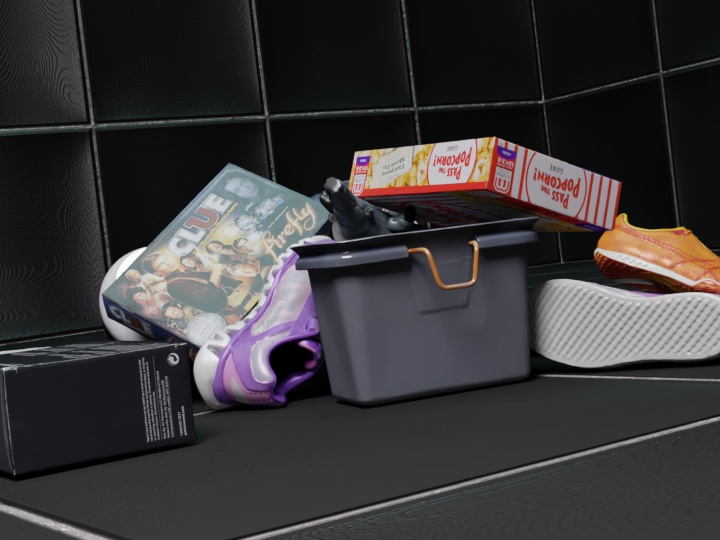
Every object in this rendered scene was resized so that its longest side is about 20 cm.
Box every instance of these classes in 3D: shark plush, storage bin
[{"bbox_3d":[0.018,-0.048,1.176,0.082,0.092,0.200,-13,-37,22],"label":"shark plush"},{"bbox_3d":[0.056,0.033,1.076,0.198,0.136,0.145,-8,1,-20],"label":"storage bin"}]

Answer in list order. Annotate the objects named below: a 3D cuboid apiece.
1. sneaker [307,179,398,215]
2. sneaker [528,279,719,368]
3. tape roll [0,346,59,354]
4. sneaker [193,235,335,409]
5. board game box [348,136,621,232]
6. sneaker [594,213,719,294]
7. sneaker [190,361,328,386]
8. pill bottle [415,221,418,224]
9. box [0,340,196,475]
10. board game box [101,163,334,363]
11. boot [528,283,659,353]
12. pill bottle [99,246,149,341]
[{"bbox_3d":[0.000,-0.001,1.297,0.145,0.204,0.077,-19,-24,-16],"label":"sneaker"},{"bbox_3d":[0.238,0.048,1.114,0.199,0.074,0.114,6,4,31],"label":"sneaker"},{"bbox_3d":[-0.357,0.116,1.144,0.200,0.072,0.202,-8,1,0],"label":"tape roll"},{"bbox_3d":[-0.057,0.051,1.154,0.088,0.081,0.201,9,47,38],"label":"sneaker"},{"bbox_3d":[0.106,-0.072,1.149,0.150,0.047,0.199,15,-7,-33],"label":"board game box"},{"bbox_3d":[0.337,-0.005,1.314,0.199,0.078,0.073,25,-19,21],"label":"sneaker"},{"bbox_3d":[-0.102,0.075,1.326,0.198,0.083,0.073,-8,2,-19],"label":"sneaker"},{"bbox_3d":[-0.001,0.012,1.500,0.115,0.117,0.200,-7,-21,-26],"label":"pill bottle"},{"bbox_3d":[-0.231,0.099,0.986,0.140,0.080,0.199,-4,0,-32],"label":"box"},{"bbox_3d":[-0.130,-0.007,1.228,0.135,0.035,0.200,24,56,24],"label":"board game box"},{"bbox_3d":[0.230,0.045,1.276,0.198,0.071,0.131,-13,9,-34],"label":"boot"},{"bbox_3d":[-0.213,0.046,1.347,0.111,0.114,0.200,-7,-19,-10],"label":"pill bottle"}]
